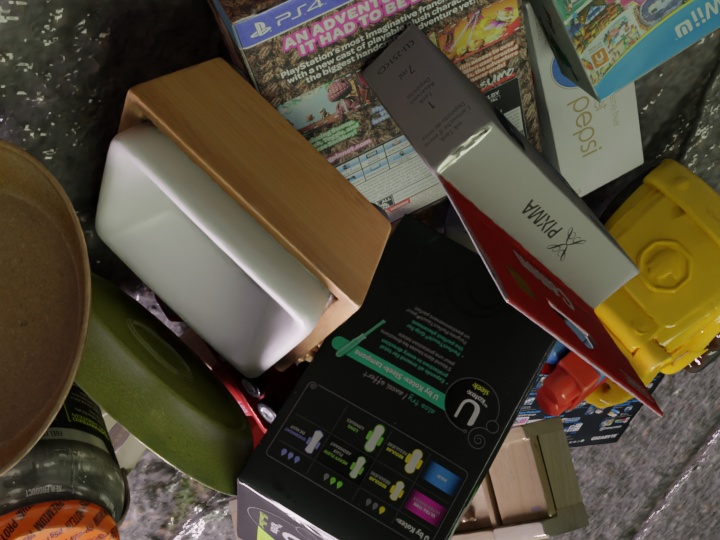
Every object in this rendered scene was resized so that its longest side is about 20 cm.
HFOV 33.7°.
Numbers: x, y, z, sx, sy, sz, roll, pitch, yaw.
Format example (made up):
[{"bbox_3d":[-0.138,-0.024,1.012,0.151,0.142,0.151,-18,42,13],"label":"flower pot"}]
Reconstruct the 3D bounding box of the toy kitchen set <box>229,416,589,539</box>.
[{"bbox_3d":[0.043,0.216,0.865,0.180,0.164,0.200,-7,168,-35],"label":"toy kitchen set"}]

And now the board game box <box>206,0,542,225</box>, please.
[{"bbox_3d":[0.008,-0.131,0.703,0.159,0.097,0.201,-26,141,-6],"label":"board game box"}]

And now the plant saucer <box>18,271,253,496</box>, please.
[{"bbox_3d":[-0.134,0.059,0.745,0.031,0.200,0.200,-46,140,1],"label":"plant saucer"}]

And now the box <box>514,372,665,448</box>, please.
[{"bbox_3d":[0.196,0.103,1.118,0.199,0.046,0.160,-1,133,-31],"label":"box"}]

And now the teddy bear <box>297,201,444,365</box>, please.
[{"bbox_3d":[0.000,0.000,0.878,0.144,0.067,0.200,-20,148,-5],"label":"teddy bear"}]

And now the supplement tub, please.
[{"bbox_3d":[-0.219,0.106,0.734,0.122,0.200,0.123,-17,139,-15],"label":"supplement tub"}]

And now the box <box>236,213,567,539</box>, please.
[{"bbox_3d":[0.024,0.098,0.748,0.201,0.124,0.149,-58,171,-24],"label":"box"}]

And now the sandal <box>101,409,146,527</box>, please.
[{"bbox_3d":[-0.212,0.174,0.926,0.079,0.057,0.201,6,129,-37],"label":"sandal"}]

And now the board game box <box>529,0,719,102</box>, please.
[{"bbox_3d":[0.145,-0.221,0.661,0.147,0.064,0.201,-32,118,1],"label":"board game box"}]

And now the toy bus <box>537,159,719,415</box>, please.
[{"bbox_3d":[0.202,0.041,0.918,0.192,0.136,0.200,-39,164,-13],"label":"toy bus"}]

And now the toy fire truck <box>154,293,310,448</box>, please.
[{"bbox_3d":[-0.094,0.073,0.860,0.049,0.141,0.201,-43,112,-32],"label":"toy fire truck"}]

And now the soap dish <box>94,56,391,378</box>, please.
[{"bbox_3d":[-0.071,-0.023,0.681,0.081,0.157,0.200,-47,-178,-21],"label":"soap dish"}]

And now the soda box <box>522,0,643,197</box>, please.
[{"bbox_3d":[0.141,-0.139,0.807,0.068,0.064,0.200,-28,141,-2],"label":"soda box"}]

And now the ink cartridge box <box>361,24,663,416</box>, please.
[{"bbox_3d":[0.101,-0.024,0.659,0.045,0.177,0.200,-41,141,13],"label":"ink cartridge box"}]

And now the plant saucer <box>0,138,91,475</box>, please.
[{"bbox_3d":[-0.222,0.026,0.658,0.200,0.201,0.035,-40,157,12],"label":"plant saucer"}]

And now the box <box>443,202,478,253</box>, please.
[{"bbox_3d":[0.097,0.011,0.902,0.068,0.083,0.201,12,143,10],"label":"box"}]
